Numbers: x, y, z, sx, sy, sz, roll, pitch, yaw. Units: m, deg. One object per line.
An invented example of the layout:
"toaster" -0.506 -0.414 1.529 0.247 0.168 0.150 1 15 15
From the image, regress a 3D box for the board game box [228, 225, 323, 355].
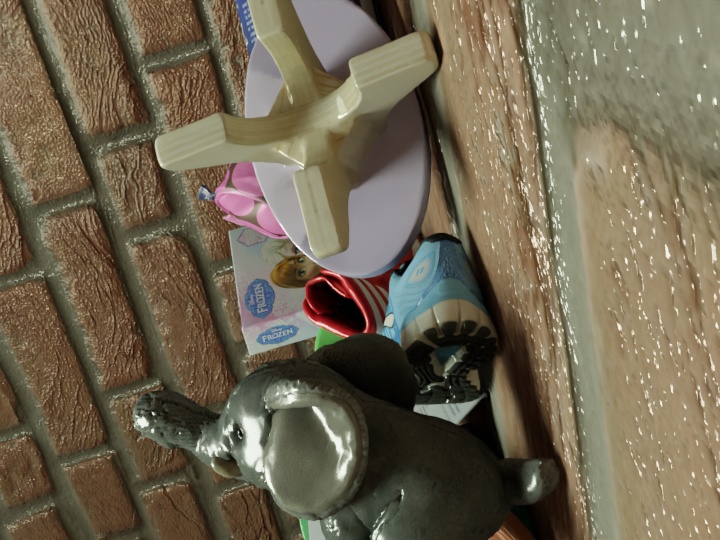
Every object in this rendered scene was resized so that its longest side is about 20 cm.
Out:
"board game box" -0.050 -0.004 1.094 0.201 0.195 0.042 -110 5 -54

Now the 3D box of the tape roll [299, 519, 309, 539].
"tape roll" 0.024 0.284 1.131 0.048 0.196 0.205 91 163 -80

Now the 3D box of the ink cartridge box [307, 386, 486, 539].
"ink cartridge box" 0.032 0.162 0.795 0.043 0.200 0.196 42 -176 -10

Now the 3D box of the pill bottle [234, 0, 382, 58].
"pill bottle" -0.038 -0.189 0.741 0.111 0.108 0.205 -134 29 -84

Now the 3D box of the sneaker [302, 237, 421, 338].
"sneaker" 0.000 0.000 0.810 0.079 0.114 0.200 -62 31 16

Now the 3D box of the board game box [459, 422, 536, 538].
"board game box" 0.110 0.209 0.741 0.200 0.028 0.138 -147 43 -86

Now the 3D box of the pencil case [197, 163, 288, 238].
"pencil case" -0.064 -0.133 0.836 0.203 0.090 0.093 -67 15 -16

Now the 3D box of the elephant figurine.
"elephant figurine" -0.019 0.102 0.550 0.201 0.155 0.142 48 164 1

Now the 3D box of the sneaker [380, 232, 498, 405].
"sneaker" 0.051 0.039 0.665 0.201 0.076 0.092 111 158 -64

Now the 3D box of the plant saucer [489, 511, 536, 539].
"plant saucer" 0.060 0.241 0.641 0.032 0.198 0.205 -9 -99 -50

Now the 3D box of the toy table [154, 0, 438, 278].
"toy table" -0.030 -0.099 0.606 0.203 0.181 0.117 63 -169 11

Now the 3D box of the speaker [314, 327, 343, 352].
"speaker" 0.018 0.082 0.942 0.200 0.087 0.090 24 -131 -73
